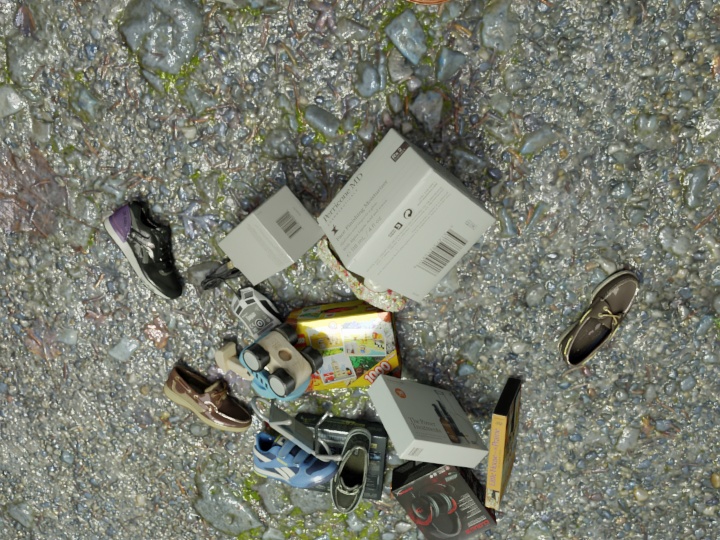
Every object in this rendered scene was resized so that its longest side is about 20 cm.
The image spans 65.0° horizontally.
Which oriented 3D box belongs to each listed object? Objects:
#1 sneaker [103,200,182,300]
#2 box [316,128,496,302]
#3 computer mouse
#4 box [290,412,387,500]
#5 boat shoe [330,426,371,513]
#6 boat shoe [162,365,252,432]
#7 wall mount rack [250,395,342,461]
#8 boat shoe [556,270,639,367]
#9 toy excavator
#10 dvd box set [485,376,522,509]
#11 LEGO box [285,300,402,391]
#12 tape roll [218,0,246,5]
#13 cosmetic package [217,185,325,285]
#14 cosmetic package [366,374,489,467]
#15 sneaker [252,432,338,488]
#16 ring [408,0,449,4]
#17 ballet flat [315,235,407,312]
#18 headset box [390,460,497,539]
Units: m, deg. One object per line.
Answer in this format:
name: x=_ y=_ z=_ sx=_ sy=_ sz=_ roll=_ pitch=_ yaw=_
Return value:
sneaker: x=-0.393 y=-0.039 z=1.075 sx=0.087 sy=0.076 sz=0.200 roll=-33 pitch=102 yaw=10
box: x=0.075 y=-0.082 z=0.922 sx=0.200 sy=0.131 sz=0.199 roll=25 pitch=112 yaw=-44
computer mouse: x=-0.212 y=0.070 z=1.104 sx=0.109 sy=0.044 sz=0.200 roll=-34 pitch=100 yaw=22
box: x=-0.046 y=0.391 z=1.188 sx=0.199 sy=0.051 sz=0.159 roll=5 pitch=109 yaw=6
boat shoe: x=-0.024 y=0.410 z=1.127 sx=0.072 sy=0.071 sz=0.201 roll=10 pitch=109 yaw=4
boat shoe: x=-0.308 y=0.261 z=1.168 sx=0.199 sy=0.072 sz=0.072 roll=30 pitch=111 yaw=3
wall mount rack: x=-0.108 y=0.289 z=1.050 sx=0.200 sy=0.174 sz=0.075 roll=39 pitch=99 yaw=-16
boat shoe: x=0.435 y=0.091 z=1.023 sx=0.072 sy=0.060 sz=0.200 roll=34 pitch=109 yaw=-4
toy excavator: x=-0.188 y=0.181 z=1.064 sx=0.194 sy=0.100 sz=0.200 roll=42 pitch=136 yaw=12
dvd box set: x=0.273 y=0.326 z=1.078 sx=0.029 sy=0.146 sz=0.201 roll=8 pitch=110 yaw=24
LEGO box: x=-0.027 y=0.142 z=1.088 sx=0.199 sy=0.077 sz=0.150 roll=-8 pitch=108 yaw=10
tape roll: x=-0.232 y=-0.511 z=0.826 sx=0.138 sy=0.203 sz=0.204 roll=13 pitch=110 yaw=1
cosmetic package: x=-0.160 y=-0.054 z=0.977 sx=0.108 sy=0.085 sz=0.200 roll=51 pitch=151 yaw=-12
cosmetic package: x=0.123 y=0.275 z=1.032 sx=0.199 sy=0.151 sz=0.052 roll=21 pitch=113 yaw=-37
sneaker: x=-0.137 y=0.374 z=1.127 sx=0.199 sy=0.074 sz=0.083 roll=1 pitch=104 yaw=27
ring: x=0.111 y=-0.523 z=0.877 sx=0.199 sy=0.019 sz=0.202 roll=2 pitch=109 yaw=7
ballet flat: x=0.000 y=0.000 z=1.013 sx=0.200 sy=0.076 sz=0.064 roll=36 pitch=152 yaw=11
headset box: x=0.179 y=0.480 z=1.178 sx=0.148 sy=0.075 sz=0.200 roll=-32 pitch=102 yaw=15
